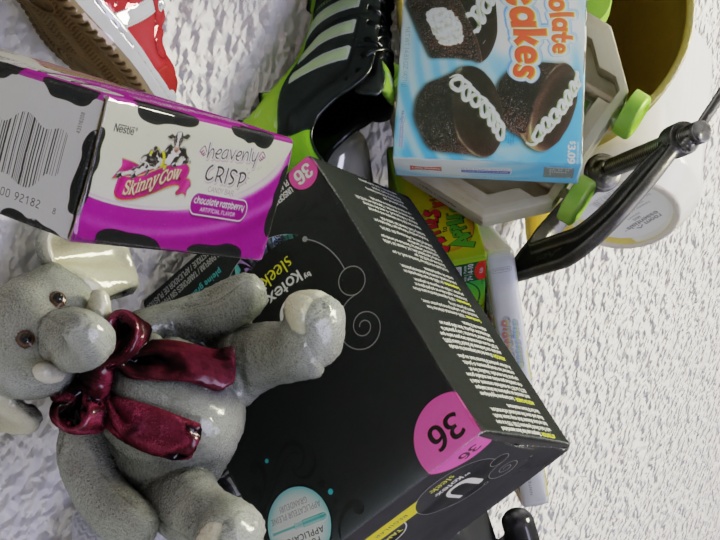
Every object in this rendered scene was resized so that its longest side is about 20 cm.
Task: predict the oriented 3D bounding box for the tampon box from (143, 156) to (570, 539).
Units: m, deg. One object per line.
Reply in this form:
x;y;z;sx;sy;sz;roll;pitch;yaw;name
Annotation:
-0.004;0.063;0.971;0.150;0.200;0.126;-41;154;19;tampon box

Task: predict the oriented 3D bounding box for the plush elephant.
-0.132;0.051;0.861;0.155;0.200;0.165;37;70;-34;plush elephant

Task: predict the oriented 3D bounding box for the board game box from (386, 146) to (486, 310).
0.053;0.010;1.144;0.200;0.048;0.102;85;-6;-56;board game box

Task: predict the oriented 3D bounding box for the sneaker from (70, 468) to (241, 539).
-0.101;0.168;1.044;0.200;0.075;0.115;-28;130;-45;sneaker

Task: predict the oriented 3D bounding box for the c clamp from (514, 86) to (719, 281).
0.172;-0.057;1.077;0.171;0.027;0.200;-51;-172;-19;c clamp

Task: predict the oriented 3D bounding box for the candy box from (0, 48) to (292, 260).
-0.149;-0.063;0.710;0.136;0.200;0.061;6;101;-61;candy box

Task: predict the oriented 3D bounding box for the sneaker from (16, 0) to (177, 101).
-0.126;-0.170;0.821;0.113;0.071;0.200;-58;145;-17;sneaker

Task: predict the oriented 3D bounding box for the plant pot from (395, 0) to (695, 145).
0.129;-0.160;1.159;0.142;0.200;0.200;74;40;-74;plant pot

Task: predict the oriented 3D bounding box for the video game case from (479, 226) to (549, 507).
0.094;0.051;1.181;0.200;0.023;0.182;-118;-163;-75;video game case

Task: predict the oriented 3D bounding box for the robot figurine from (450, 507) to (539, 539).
0.050;0.234;1.229;0.125;0.150;0.200;-16;87;-44;robot figurine

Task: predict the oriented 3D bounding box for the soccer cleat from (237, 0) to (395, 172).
-0.005;-0.137;1.028;0.200;0.081;0.068;-64;150;-17;soccer cleat

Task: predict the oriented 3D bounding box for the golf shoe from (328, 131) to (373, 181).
0.000;0.000;1.102;0.075;0.091;0.200;-27;126;-49;golf shoe

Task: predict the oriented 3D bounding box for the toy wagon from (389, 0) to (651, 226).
0.109;-0.126;1.057;0.200;0.155;0.040;-55;168;-12;toy wagon

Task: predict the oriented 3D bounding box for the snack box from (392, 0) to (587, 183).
0.084;-0.156;1.026;0.037;0.116;0.200;79;14;-73;snack box

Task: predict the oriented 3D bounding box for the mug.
0.206;-0.090;1.288;0.187;0.149;0.153;84;8;-52;mug
